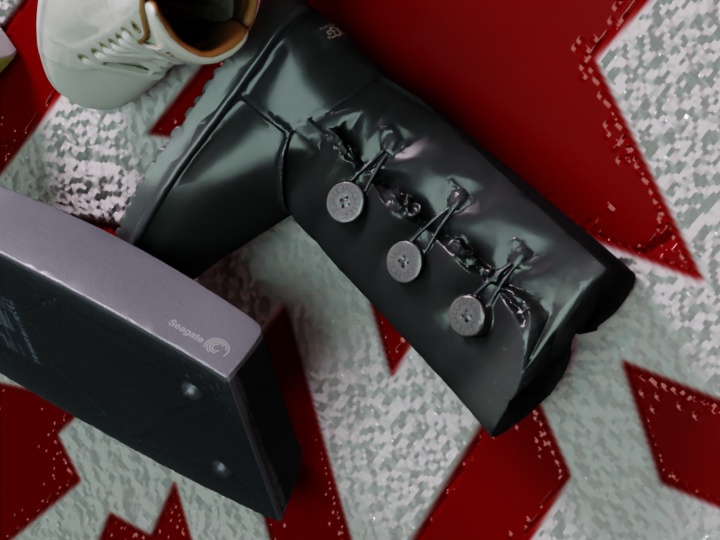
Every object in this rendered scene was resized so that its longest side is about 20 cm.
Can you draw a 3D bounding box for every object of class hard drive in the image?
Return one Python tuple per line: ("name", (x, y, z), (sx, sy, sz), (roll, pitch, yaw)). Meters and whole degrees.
("hard drive", (-0.117, 0.031, 1.065), (0.200, 0.042, 0.135), (25, 152, 27))

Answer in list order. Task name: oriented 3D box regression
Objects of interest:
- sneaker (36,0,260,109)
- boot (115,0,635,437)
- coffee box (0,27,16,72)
("sneaker", (-0.092, -0.111, 1.001), (0.200, 0.073, 0.085), (130, 140, -53))
("boot", (0.000, -0.001, 1.016), (0.200, 0.066, 0.165), (40, 120, 14))
("coffee box", (-0.330, -0.106, 1.111), (0.200, 0.200, 0.198), (-42, 78, 30))
